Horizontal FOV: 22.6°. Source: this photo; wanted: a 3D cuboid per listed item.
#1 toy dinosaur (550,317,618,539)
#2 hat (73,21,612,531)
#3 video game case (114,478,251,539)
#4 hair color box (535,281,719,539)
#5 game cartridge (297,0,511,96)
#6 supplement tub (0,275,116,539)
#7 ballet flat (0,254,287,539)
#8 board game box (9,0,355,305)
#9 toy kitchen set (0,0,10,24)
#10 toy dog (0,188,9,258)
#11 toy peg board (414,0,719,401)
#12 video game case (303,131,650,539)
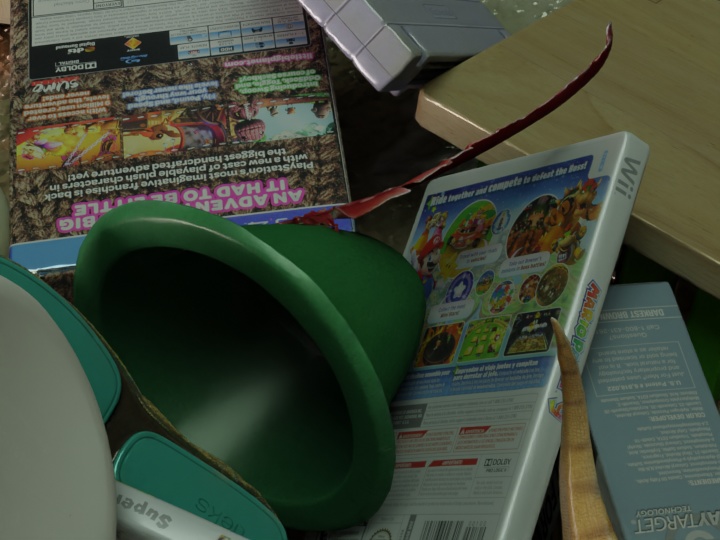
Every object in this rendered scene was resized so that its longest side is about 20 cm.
[{"bbox_3d":[0.088,0.124,0.659,0.060,0.106,0.202,-8,78,-31],"label":"toy dinosaur"},{"bbox_3d":[0.000,0.000,0.804,0.199,0.167,0.176,9,39,38],"label":"hat"},{"bbox_3d":[-0.084,0.124,0.727,0.199,0.144,0.018,21,61,19],"label":"video game case"},{"bbox_3d":[0.118,0.113,0.748,0.060,0.099,0.201,-4,50,-12],"label":"hair color box"},{"bbox_3d":[0.008,-0.145,0.913,0.130,0.038,0.200,45,19,11],"label":"game cartridge"},{"bbox_3d":[-0.201,0.088,0.629,0.199,0.145,0.146,-16,47,22],"label":"supplement tub"},{"bbox_3d":[-0.116,0.074,0.765,0.200,0.071,0.071,44,55,-14],"label":"ballet flat"},{"bbox_3d":[-0.089,-0.051,0.902,0.158,0.097,0.201,-7,50,-2],"label":"board game box"},{"bbox_3d":[-0.139,-0.253,1.017,0.162,0.181,0.201,8,55,8],"label":"toy kitchen set"},{"bbox_3d":[-0.238,0.015,0.818,0.193,0.140,0.200,-12,29,36],"label":"toy dog"},{"bbox_3d":[0.157,-0.041,0.898,0.199,0.098,0.199,33,44,26],"label":"toy peg board"},{"bbox_3d":[0.046,0.042,0.774,0.018,0.143,0.201,30,69,-27],"label":"video game case"}]
